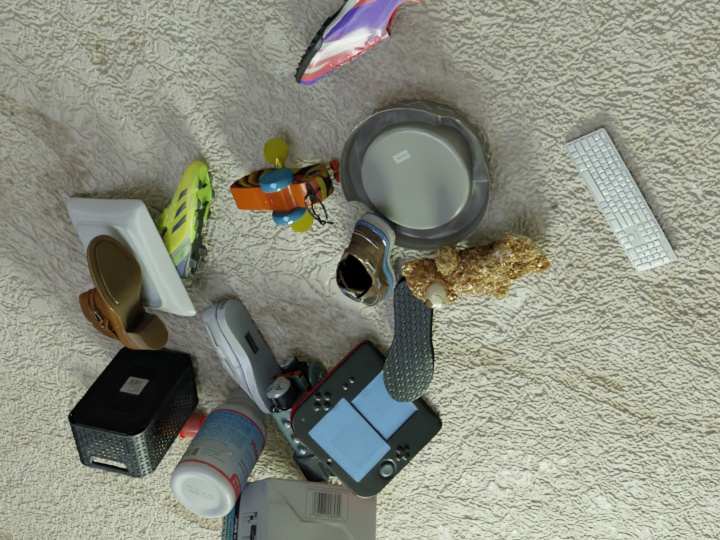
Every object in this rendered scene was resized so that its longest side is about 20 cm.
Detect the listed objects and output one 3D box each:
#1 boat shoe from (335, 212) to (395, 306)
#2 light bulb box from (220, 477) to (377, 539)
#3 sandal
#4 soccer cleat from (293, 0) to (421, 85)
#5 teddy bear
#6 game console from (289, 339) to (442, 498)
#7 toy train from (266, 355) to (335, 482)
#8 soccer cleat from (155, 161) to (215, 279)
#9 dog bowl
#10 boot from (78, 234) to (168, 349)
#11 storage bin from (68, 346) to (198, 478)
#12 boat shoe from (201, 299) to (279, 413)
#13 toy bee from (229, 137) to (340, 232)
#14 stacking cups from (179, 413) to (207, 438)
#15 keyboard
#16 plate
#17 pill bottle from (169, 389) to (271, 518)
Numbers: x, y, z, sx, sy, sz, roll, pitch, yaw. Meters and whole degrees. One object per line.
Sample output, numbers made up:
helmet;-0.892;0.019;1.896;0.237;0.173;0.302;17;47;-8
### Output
boat shoe;0.000;0.000;1.246;0.072;0.073;0.201;32;155;19
light bulb box;-0.103;0.413;1.490;0.196;0.127;0.200;13;158;-26
sandal;0.079;0.100;1.345;0.074;0.048;0.203;13;114;14
soccer cleat;-0.006;-0.282;1.100;0.073;0.069;0.200;37;126;-12
teddy bear;0.152;0.004;1.207;0.197;0.068;0.145;-11;163;11
game console;0.008;0.230;1.398;0.177;0.031;0.200;-42;110;-1
toy train;-0.080;0.233;1.448;0.084;0.114;0.202;-13;117;27
soccer cleat;-0.262;-0.073;1.341;0.083;0.065;0.202;22;128;9
dog bowl;0.074;-0.125;1.178;0.197;0.059;0.202;10;125;14
boot;-0.383;0.036;1.390;0.154;0.074;0.202;5;125;47
storage bin;-0.362;0.222;1.494;0.133;0.201;0.095;8;127;16
boat shoe;-0.186;0.137;1.460;0.065;0.074;0.202;-12;108;33
toy bee;-0.078;-0.106;1.238;0.199;0.108;0.132;31;142;31
stacking cups;-0.361;0.267;1.618;0.197;0.061;0.061;8;125;15
keyboard;0.322;-0.084;1.141;0.056;0.011;0.201;-23;112;32
plate;-0.356;-0.016;1.399;0.198;0.032;0.201;6;128;41
pill bottle;-0.216;0.287;1.482;0.107;0.201;0.110;10;127;14
